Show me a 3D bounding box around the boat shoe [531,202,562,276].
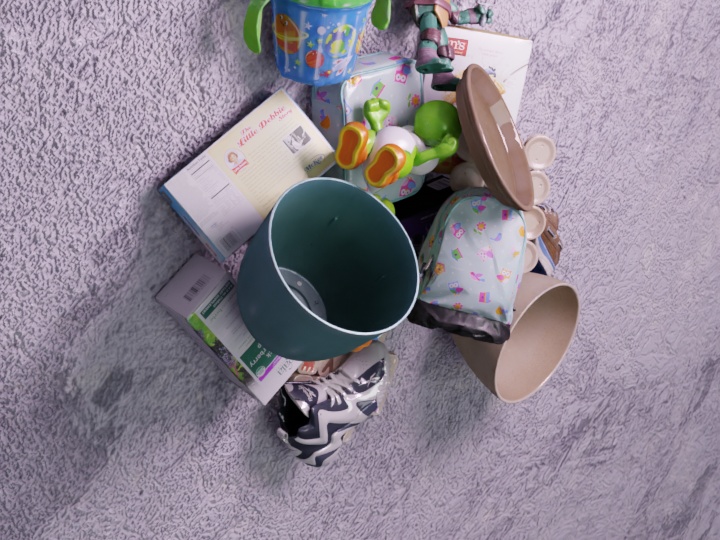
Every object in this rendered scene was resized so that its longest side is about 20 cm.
[{"bbox_3d":[0.266,-0.071,1.957,0.073,0.072,0.200,-53,145,-17],"label":"boat shoe"}]

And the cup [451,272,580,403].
[{"bbox_3d":[0.216,0.079,1.908,0.200,0.143,0.201,-30,136,-34],"label":"cup"}]

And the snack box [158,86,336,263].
[{"bbox_3d":[-0.133,-0.118,1.535,0.200,0.037,0.116,-42,97,-20],"label":"snack box"}]

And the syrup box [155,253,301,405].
[{"bbox_3d":[-0.164,0.077,1.605,0.079,0.081,0.200,-48,133,-14],"label":"syrup box"}]

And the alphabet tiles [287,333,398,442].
[{"bbox_3d":[-0.026,0.155,1.819,0.199,0.015,0.197,13,100,-46],"label":"alphabet tiles"}]

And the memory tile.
[{"bbox_3d":[0.191,-0.097,1.756,0.152,0.017,0.202,4,103,-15],"label":"memory tile"}]

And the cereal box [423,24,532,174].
[{"bbox_3d":[0.147,-0.231,1.738,0.143,0.040,0.201,7,107,-11],"label":"cereal box"}]

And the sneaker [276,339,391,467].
[{"bbox_3d":[-0.045,0.168,1.737,0.199,0.079,0.130,-50,144,1],"label":"sneaker"}]

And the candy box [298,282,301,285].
[{"bbox_3d":[-0.087,-0.063,1.646,0.102,0.026,0.201,-36,131,-14],"label":"candy box"}]

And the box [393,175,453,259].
[{"bbox_3d":[0.069,-0.032,1.779,0.199,0.079,0.142,-24,126,-34],"label":"box"}]

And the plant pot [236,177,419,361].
[{"bbox_3d":[-0.056,0.017,1.501,0.200,0.202,0.161,-13,161,-39],"label":"plant pot"}]

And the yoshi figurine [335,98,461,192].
[{"bbox_3d":[0.061,-0.166,1.561,0.200,0.111,0.113,-20,97,-57],"label":"yoshi figurine"}]

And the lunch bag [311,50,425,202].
[{"bbox_3d":[0.015,-0.180,1.657,0.160,0.077,0.201,-23,123,-36],"label":"lunch bag"}]

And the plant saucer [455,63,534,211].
[{"bbox_3d":[0.170,-0.166,1.609,0.200,0.029,0.201,50,28,-40],"label":"plant saucer"}]

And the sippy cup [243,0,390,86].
[{"bbox_3d":[-0.050,-0.297,1.514,0.176,0.140,0.131,5,123,-4],"label":"sippy cup"}]

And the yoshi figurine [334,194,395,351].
[{"bbox_3d":[-0.013,0.000,1.631,0.112,0.112,0.201,12,112,-6],"label":"yoshi figurine"}]

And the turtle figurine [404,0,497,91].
[{"bbox_3d":[0.109,-0.343,1.641,0.149,0.100,0.202,18,72,-48],"label":"turtle figurine"}]

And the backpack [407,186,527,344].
[{"bbox_3d":[0.154,-0.012,1.690,0.166,0.127,0.201,14,94,-8],"label":"backpack"}]
